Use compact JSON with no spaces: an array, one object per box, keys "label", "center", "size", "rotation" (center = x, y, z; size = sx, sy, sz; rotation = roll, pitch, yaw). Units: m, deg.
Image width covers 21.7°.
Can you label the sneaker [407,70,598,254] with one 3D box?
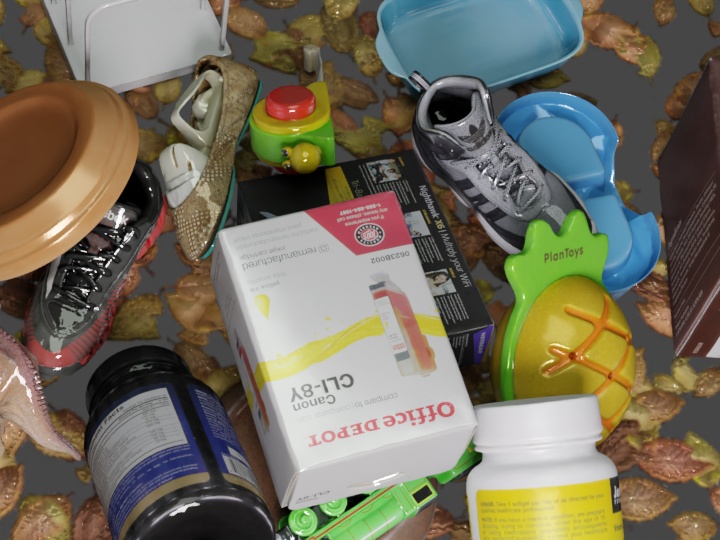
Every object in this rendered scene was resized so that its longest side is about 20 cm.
[{"label":"sneaker","center":[0.108,-0.085,1.526],"size":[0.075,0.114,0.200],"rotation":[-44,65,-6]}]

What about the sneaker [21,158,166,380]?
[{"label":"sneaker","center":[-0.213,-0.010,1.496],"size":[0.071,0.098,0.201],"rotation":[23,62,3]}]

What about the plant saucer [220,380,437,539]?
[{"label":"plant saucer","center":[-0.036,0.156,1.467],"size":[0.200,0.035,0.201],"rotation":[4,60,-6]}]

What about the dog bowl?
[{"label":"dog bowl","center":[0.179,-0.058,1.608],"size":[0.111,0.050,0.200],"rotation":[-13,64,-15]}]

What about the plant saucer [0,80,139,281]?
[{"label":"plant saucer","center":[-0.271,-0.080,1.502],"size":[0.200,0.037,0.201],"rotation":[-17,47,19]}]

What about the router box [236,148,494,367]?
[{"label":"router box","center":[0.000,0.000,1.528],"size":[0.157,0.052,0.200],"rotation":[-11,52,-14]}]

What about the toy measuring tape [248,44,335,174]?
[{"label":"toy measuring tape","center":[-0.061,-0.136,1.581],"size":[0.073,0.074,0.200],"rotation":[2,32,-7]}]

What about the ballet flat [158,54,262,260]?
[{"label":"ballet flat","center":[-0.135,-0.100,1.571],"size":[0.065,0.070,0.200],"rotation":[31,48,-25]}]

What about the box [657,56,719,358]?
[{"label":"box","center":[0.351,-0.045,1.558],"size":[0.165,0.164,0.200],"rotation":[3,61,-6]}]

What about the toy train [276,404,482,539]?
[{"label":"toy train","center":[0.023,0.166,1.428],"size":[0.200,0.042,0.056],"rotation":[-32,84,-27]}]

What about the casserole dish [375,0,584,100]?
[{"label":"casserole dish","center":[0.105,-0.209,1.687],"size":[0.200,0.039,0.121],"rotation":[-19,65,-19]}]

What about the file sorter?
[{"label":"file sorter","center":[-0.208,-0.275,1.630],"size":[0.138,0.125,0.200],"rotation":[-18,65,-16]}]

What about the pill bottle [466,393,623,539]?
[{"label":"pill bottle","center":[0.137,0.195,1.383],"size":[0.114,0.114,0.201],"rotation":[-5,88,-11]}]

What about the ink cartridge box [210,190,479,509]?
[{"label":"ink cartridge box","center":[-0.014,0.058,1.395],"size":[0.145,0.083,0.200],"rotation":[-13,67,-15]}]

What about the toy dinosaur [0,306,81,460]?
[{"label":"toy dinosaur","center":[-0.286,0.064,1.414],"size":[0.200,0.086,0.136],"rotation":[33,100,12]}]

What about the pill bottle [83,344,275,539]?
[{"label":"pill bottle","center":[-0.140,0.145,1.381],"size":[0.112,0.112,0.200],"rotation":[-12,36,-14]}]

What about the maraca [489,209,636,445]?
[{"label":"maraca","center":[0.158,0.054,1.481],"size":[0.137,0.107,0.201],"rotation":[-15,106,-43]}]
